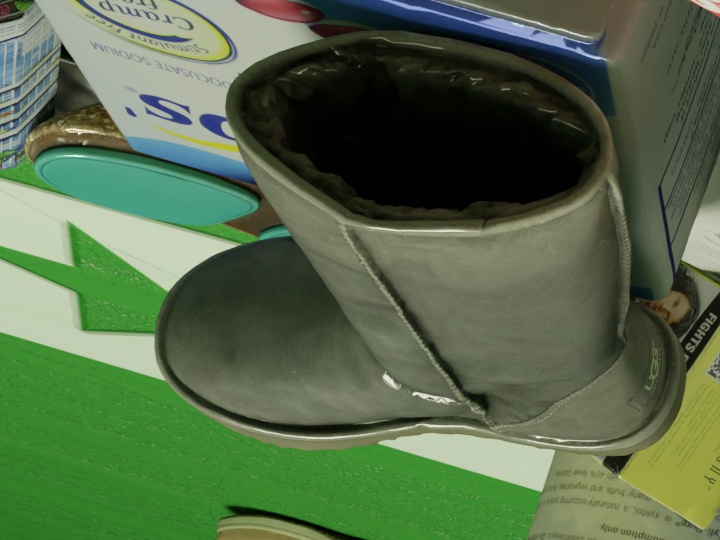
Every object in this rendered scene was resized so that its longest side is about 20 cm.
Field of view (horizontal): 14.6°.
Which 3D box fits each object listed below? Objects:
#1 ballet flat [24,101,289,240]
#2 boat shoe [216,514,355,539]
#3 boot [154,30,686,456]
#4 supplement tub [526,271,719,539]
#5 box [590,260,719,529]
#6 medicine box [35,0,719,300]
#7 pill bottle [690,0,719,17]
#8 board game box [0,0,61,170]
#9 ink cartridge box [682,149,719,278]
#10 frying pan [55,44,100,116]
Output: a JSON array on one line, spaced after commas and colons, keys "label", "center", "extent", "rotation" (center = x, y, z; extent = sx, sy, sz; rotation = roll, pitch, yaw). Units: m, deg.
[{"label": "ballet flat", "center": [-0.039, -0.042, 1.084], "extent": [0.199, 0.066, 0.070], "rotation": [20, 160, -35]}, {"label": "boat shoe", "center": [-0.028, 0.230, 2.078], "extent": [0.199, 0.067, 0.074], "rotation": [11, 163, 32]}, {"label": "boot", "center": [-0.001, -0.002, 0.773], "extent": [0.181, 0.073, 0.200], "rotation": [0, 166, 18]}, {"label": "supplement tub", "center": [0.135, 0.079, 1.036], "extent": [0.131, 0.201, 0.132], "rotation": [19, 166, 5]}, {"label": "box", "center": [0.073, 0.011, 0.996], "extent": [0.050, 0.075, 0.200], "rotation": [32, -174, -35]}, {"label": "medicine box", "center": [0.011, -0.089, 0.792], "extent": [0.181, 0.103, 0.200], "rotation": [16, 165, 15]}, {"label": "pill bottle", "center": [0.072, -0.118, 0.583], "extent": [0.199, 0.113, 0.112], "rotation": [26, 165, -20]}, {"label": "board game box", "center": [-0.198, -0.120, 0.967], "extent": [0.200, 0.062, 0.200], "rotation": [36, 163, 4]}, {"label": "ink cartridge box", "center": [0.180, -0.030, 0.846], "extent": [0.115, 0.068, 0.200], "rotation": [25, 166, -15]}, {"label": "frying pan", "center": [-0.090, -0.060, 1.175], "extent": [0.114, 0.031, 0.190], "rotation": [17, 169, 13]}]
